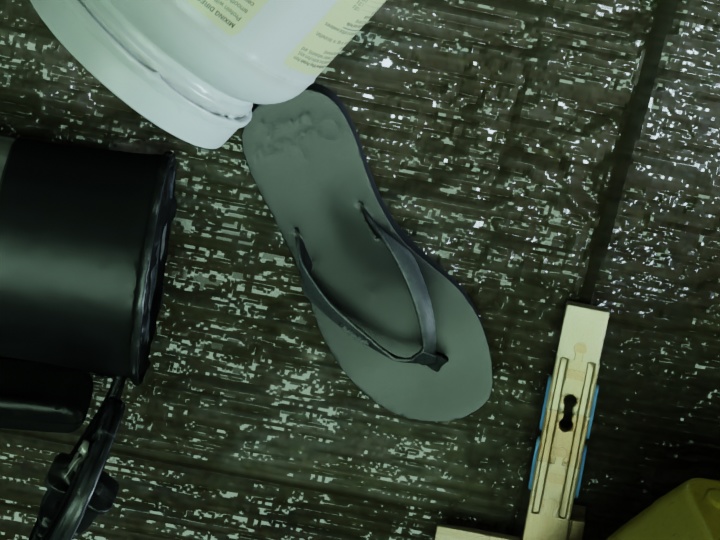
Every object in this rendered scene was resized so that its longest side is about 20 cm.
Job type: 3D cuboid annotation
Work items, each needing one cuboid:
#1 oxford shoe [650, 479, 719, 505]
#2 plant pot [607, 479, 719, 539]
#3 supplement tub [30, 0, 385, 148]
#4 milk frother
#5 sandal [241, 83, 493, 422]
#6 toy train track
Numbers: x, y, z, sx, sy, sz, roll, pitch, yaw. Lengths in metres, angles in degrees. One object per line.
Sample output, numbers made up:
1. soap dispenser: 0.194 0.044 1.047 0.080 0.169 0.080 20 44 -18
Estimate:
1. oxford shoe: 0.241 0.108 1.076 0.200 0.071 0.071 -16 143 20
2. plant pot: 0.199 0.215 0.988 0.200 0.200 0.176 10 124 -21
3. supplement tub: -0.044 -0.169 0.937 0.145 0.145 0.200 41 105 -12
4. milk frother: -0.195 0.030 0.979 0.188 0.200 0.181 8 113 -2
5. sandal: -0.001 0.000 1.047 0.076 0.043 0.200 -31 106 10
6. toy train track: 0.104 0.113 1.093 0.115 0.033 0.200 10 103 5
